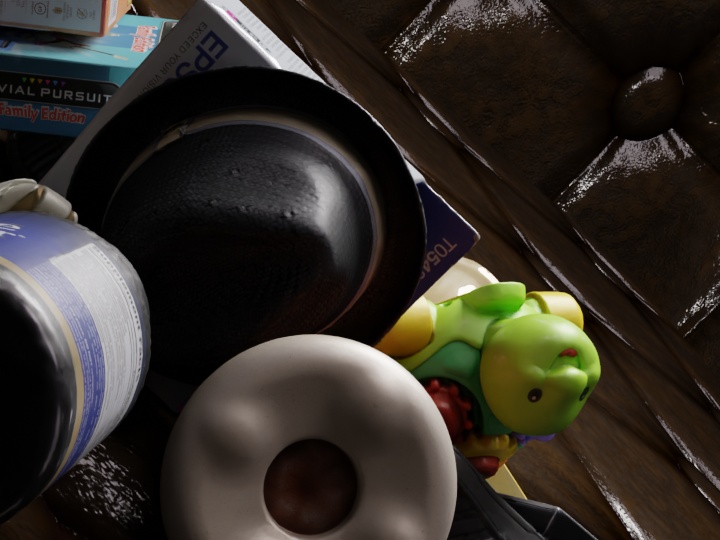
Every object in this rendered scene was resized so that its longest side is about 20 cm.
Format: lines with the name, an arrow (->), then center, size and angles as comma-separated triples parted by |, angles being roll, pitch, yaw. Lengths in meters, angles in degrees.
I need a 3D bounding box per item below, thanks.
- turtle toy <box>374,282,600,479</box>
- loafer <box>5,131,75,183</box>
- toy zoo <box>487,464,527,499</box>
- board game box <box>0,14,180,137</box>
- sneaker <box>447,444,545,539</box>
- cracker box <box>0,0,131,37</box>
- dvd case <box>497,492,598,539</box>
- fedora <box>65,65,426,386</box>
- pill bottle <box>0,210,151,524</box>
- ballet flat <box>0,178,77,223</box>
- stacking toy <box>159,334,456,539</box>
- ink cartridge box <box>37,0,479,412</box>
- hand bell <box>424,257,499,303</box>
turtle toy -> 0.066, 0.066, 1.202 | 0.145, 0.200, 0.102 | 0, 68, -29
loafer -> -0.158, -0.043, 1.269 | 0.200, 0.075, 0.070 | 55, -2, 43
toy zoo -> 0.075, 0.133, 1.380 | 0.132, 0.020, 0.200 | 56, -7, 16
board game box -> -0.177, -0.120, 1.221 | 0.198, 0.047, 0.151 | 5, 18, -5
sneaker -> 0.045, 0.170, 1.135 | 0.200, 0.105, 0.060 | 43, -27, -17
cracker box -> -0.239, -0.184, 1.219 | 0.198, 0.058, 0.134 | 7, 14, -1
dvd case -> 0.104, 0.180, 1.275 | 0.150, 0.025, 0.200 | 40, -17, -28
fedora -> -0.068, -0.006, 1.061 | 0.201, 0.200, 0.092 | 43, 25, -8
pill bottle -> -0.149, 0.035, 0.852 | 0.112, 0.112, 0.200 | 45, 10, -1
ballet flat -> -0.168, -0.002, 1.044 | 0.073, 0.073, 0.200 | 39, 12, -29
stacking toy -> -0.039, 0.101, 1.068 | 0.146, 0.146, 0.200 | 43, -5, -9
ink cartridge box -> -0.071, -0.019, 1.131 | 0.200, 0.196, 0.043 | 43, 24, -3
hand bell -> 0.025, 0.054, 1.419 | 0.104, 0.104, 0.200 | 47, 23, 11
